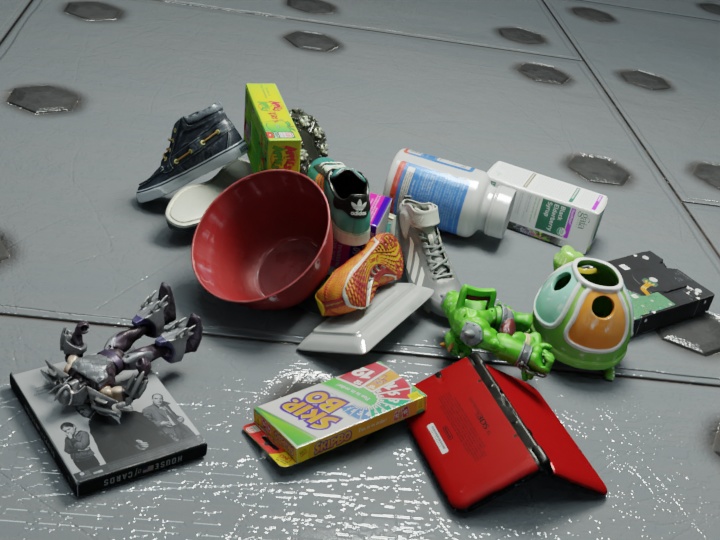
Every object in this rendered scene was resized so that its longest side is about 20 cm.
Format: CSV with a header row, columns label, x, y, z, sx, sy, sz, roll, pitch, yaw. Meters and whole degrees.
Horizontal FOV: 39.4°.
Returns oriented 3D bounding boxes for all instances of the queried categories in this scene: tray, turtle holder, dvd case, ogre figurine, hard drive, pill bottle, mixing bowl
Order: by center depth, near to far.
label,x,y,z,sx,sy,sz,roll,pitch,yaw
dvd case,-0.283,0.158,1.121,0.150,0.025,0.200,-13,38,-34
ogre figurine,0.171,0.073,1.321,0.120,0.098,0.200,19,33,-15
tray,0.009,0.057,1.343,0.107,0.022,0.200,0,22,33
mixing bowl,-0.114,-0.023,1.351,0.200,0.108,0.201,-11,57,18
turtle holder,0.311,0.049,1.381,0.141,0.132,0.186,20,32,16
hard drive,0.421,0.034,1.533,0.200,0.038,0.140,-12,38,-34
pill bottle,0.144,-0.118,1.624,0.199,0.112,0.112,18,32,12

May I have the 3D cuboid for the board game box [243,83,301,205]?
label,x,y,z,sx,sy,sz,roll,pitch,yaw
board game box,-0.131,-0.186,1.462,0.047,0.102,0.200,-3,33,-15

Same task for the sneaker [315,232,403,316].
label,x,y,z,sx,sy,sz,roll,pitch,yaw
sneaker,0.000,0.000,1.373,0.077,0.073,0.200,-13,12,32

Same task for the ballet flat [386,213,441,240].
label,x,y,z,sx,sy,sz,roll,pitch,yaw
ballet flat,0.029,-0.063,1.563,0.200,0.068,0.062,20,4,9

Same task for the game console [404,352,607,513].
label,x,y,z,sx,sy,sz,roll,pitch,yaw
game console,0.163,0.205,1.191,0.172,0.119,0.200,-28,38,-2

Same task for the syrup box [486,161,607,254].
label,x,y,z,sx,sy,sz,roll,pitch,yaw
syrup box,0.303,-0.107,1.686,0.200,0.079,0.081,21,32,17

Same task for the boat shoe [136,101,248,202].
label,x,y,z,sx,sy,sz,roll,pitch,yaw
boat shoe,-0.270,-0.179,1.524,0.200,0.091,0.071,-24,12,19

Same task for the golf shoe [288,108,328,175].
label,x,y,z,sx,sy,sz,roll,pitch,yaw
golf shoe,-0.090,-0.166,1.569,0.088,0.200,0.077,9,52,34

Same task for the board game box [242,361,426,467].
label,x,y,z,sx,sy,sz,roll,pitch,yaw
board game box,-0.030,0.164,1.166,0.200,0.030,0.095,-20,33,-30

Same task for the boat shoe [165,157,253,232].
label,x,y,z,sx,sy,sz,roll,pitch,yaw
boat shoe,-0.228,-0.105,1.529,0.075,0.062,0.200,34,43,4

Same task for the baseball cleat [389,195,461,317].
label,x,y,z,sx,sy,sz,roll,pitch,yaw
baseball cleat,0.095,-0.026,1.435,0.070,0.107,0.200,-13,49,-25

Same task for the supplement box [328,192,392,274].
label,x,y,z,sx,sy,sz,roll,pitch,yaw
supplement box,-0.067,-0.068,1.486,0.199,0.101,0.103,15,32,8

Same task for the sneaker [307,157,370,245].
label,x,y,z,sx,sy,sz,roll,pitch,yaw
sneaker,-0.025,-0.119,1.403,0.071,0.080,0.200,-3,34,-19

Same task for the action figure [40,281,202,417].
label,x,y,z,sx,sy,sz,roll,pitch,yaw
action figure,-0.273,0.095,1.141,0.130,0.069,0.200,33,41,18
